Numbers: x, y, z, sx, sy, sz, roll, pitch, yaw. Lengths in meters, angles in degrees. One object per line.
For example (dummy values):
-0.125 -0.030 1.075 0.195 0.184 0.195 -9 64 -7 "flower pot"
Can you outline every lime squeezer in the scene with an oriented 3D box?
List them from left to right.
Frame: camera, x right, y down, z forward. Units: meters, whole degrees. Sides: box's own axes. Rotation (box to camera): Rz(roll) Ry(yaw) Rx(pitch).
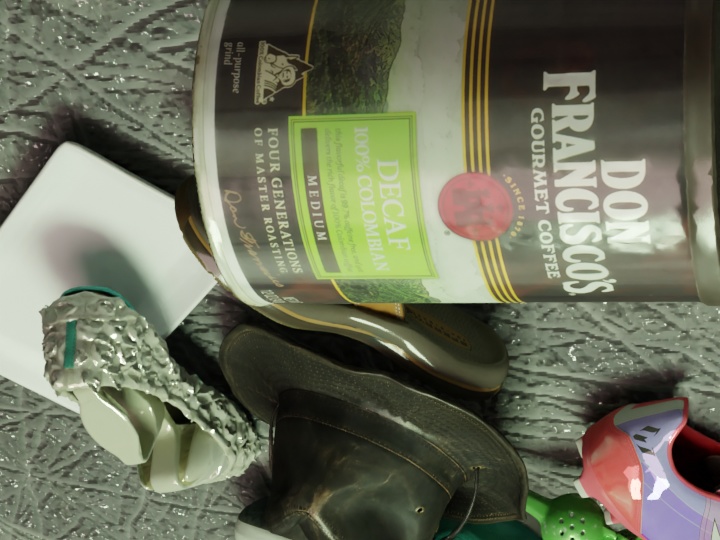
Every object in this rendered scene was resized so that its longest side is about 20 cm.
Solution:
0.130 0.153 1.021 0.200 0.038 0.071 29 163 -19 "lime squeezer"

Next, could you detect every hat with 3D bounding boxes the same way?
-0.007 0.112 0.948 0.200 0.081 0.201 25 160 10 "hat"

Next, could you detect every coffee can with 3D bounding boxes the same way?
0.050 -0.058 0.736 0.199 0.147 0.147 -1 138 16 "coffee can"

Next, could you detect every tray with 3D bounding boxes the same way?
-0.147 0.004 0.956 0.107 0.022 0.200 28 137 -18 "tray"

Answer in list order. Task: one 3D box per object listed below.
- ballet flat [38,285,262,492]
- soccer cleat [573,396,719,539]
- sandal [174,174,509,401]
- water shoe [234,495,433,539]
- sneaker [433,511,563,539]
-0.115 0.082 0.973 0.072 0.072 0.200 -8 147 23 "ballet flat"
0.196 0.141 0.990 0.076 0.067 0.200 -28 122 32 "soccer cleat"
0.000 0.000 0.873 0.200 0.082 0.055 29 117 -22 "sandal"
0.002 0.188 1.030 0.200 0.071 0.079 21 123 53 "water shoe"
0.117 0.218 1.051 0.200 0.121 0.084 32 136 -21 "sneaker"
